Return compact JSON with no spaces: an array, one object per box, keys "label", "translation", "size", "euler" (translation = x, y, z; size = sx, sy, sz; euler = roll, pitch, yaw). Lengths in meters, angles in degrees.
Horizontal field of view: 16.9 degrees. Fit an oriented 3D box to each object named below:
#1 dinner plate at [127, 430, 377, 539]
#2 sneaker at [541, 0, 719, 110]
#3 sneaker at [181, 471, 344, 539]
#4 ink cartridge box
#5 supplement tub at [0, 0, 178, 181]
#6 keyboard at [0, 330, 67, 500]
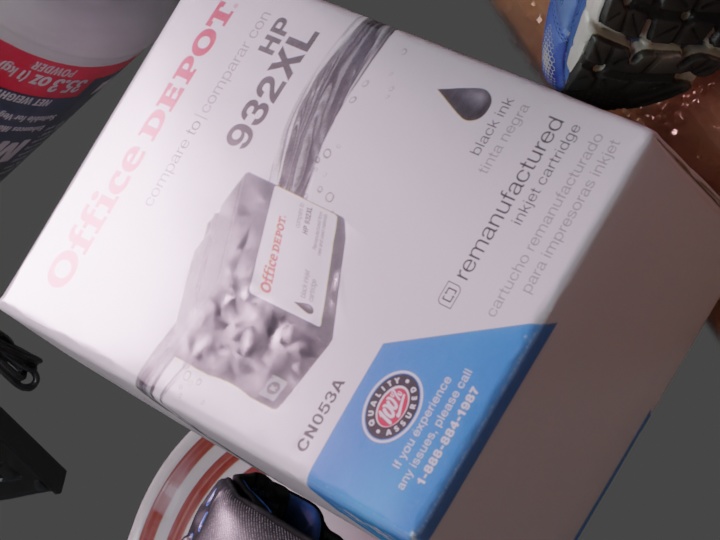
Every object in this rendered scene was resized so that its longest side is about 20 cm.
[{"label":"dinner plate","translation":[-0.013,0.140,0.870],"size":[0.200,0.024,0.200],"euler":[0,91,42]},{"label":"sneaker","translation":[0.093,-0.148,0.757],"size":[0.089,0.079,0.200],"euler":[18,93,47]},{"label":"sneaker","translation":[-0.064,0.122,0.836],"size":[0.200,0.073,0.112],"euler":[5,76,44]},{"label":"ink cartridge box","translation":[0.000,0.000,0.790],"size":[0.200,0.084,0.145],"euler":[26,83,39]},{"label":"supplement tub","translation":[-0.177,-0.094,0.937],"size":[0.200,0.140,0.140],"euler":[-38,66,34]},{"label":"keyboard","translation":[-0.184,0.021,0.932],"size":[0.127,0.200,0.021],"euler":[-13,40,41]}]
